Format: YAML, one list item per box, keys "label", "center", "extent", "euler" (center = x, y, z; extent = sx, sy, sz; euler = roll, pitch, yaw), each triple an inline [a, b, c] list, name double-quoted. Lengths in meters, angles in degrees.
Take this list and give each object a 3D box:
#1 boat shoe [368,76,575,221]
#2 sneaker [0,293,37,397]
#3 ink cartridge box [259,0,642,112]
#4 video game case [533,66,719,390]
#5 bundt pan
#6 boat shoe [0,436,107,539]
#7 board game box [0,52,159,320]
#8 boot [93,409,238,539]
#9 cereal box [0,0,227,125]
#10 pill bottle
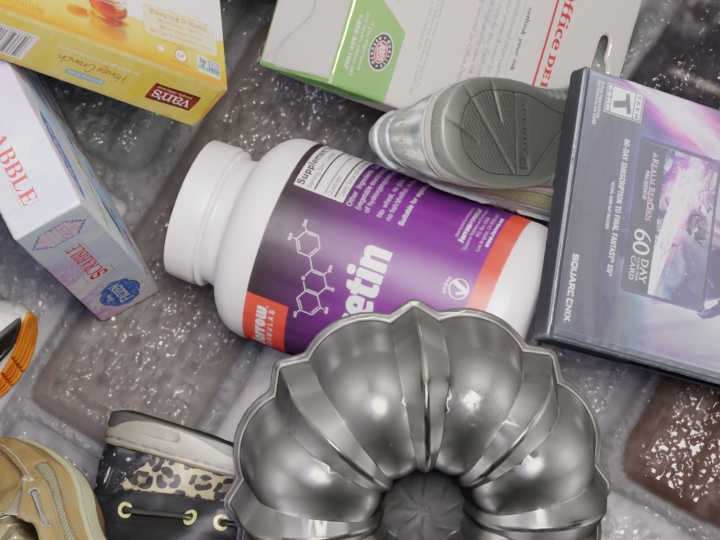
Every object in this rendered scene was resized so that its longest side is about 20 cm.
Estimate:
- label: "boat shoe"
  center: [0.094, -0.062, 1.396]
  extent: [0.064, 0.201, 0.075]
  euler: [-4, 85, 46]
- label: "sneaker"
  center: [-0.275, 0.071, 1.455]
  extent: [0.200, 0.076, 0.092]
  euler: [-42, 68, -12]
- label: "ink cartridge box"
  center: [0.053, -0.133, 1.421]
  extent: [0.067, 0.199, 0.118]
  euler: [17, 90, 50]
- label: "video game case"
  center: [0.187, -0.011, 1.388]
  extent: [0.199, 0.019, 0.144]
  euler: [15, 77, -25]
- label: "bundt pan"
  center: [0.031, 0.122, 1.321]
  extent: [0.200, 0.076, 0.204]
  euler: [-1, 103, -3]
- label: "boat shoe"
  center: [-0.175, 0.139, 1.370]
  extent: [0.200, 0.076, 0.072]
  euler: [39, 106, 54]
- label: "board game box"
  center: [-0.187, -0.085, 1.410]
  extent: [0.041, 0.200, 0.201]
  euler: [-29, 75, 0]
- label: "boot"
  center: [-0.065, 0.176, 1.404]
  extent: [0.202, 0.073, 0.155]
  euler: [21, 84, 11]
- label: "cereal box"
  center: [-0.143, -0.181, 1.373]
  extent: [0.143, 0.040, 0.201]
  euler: [17, 48, -30]
- label: "pill bottle"
  center: [0.000, 0.000, 1.413]
  extent: [0.199, 0.112, 0.113]
  euler: [20, 80, 11]
